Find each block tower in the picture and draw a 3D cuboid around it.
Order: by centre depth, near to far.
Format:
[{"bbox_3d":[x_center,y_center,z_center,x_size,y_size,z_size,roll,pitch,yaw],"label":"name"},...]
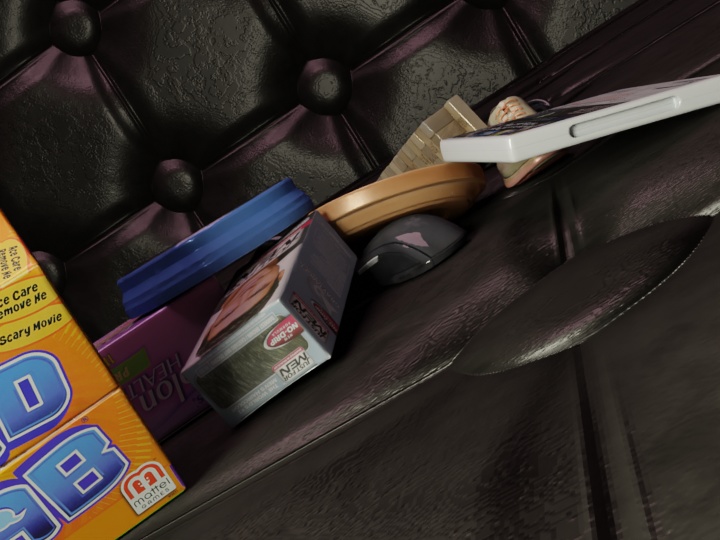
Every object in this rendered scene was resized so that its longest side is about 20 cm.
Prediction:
[{"bbox_3d":[0.057,-0.096,1.124,0.058,0.054,0.200,-39,-7,-40],"label":"block tower"}]

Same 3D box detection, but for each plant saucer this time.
[{"bbox_3d":[0.027,-0.049,1.020,0.199,0.033,0.200,-20,-9,-3],"label":"plant saucer"}]

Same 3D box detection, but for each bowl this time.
[{"bbox_3d":[-0.136,-0.024,0.989,0.200,0.040,0.201,-31,7,4],"label":"bowl"}]

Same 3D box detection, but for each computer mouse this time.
[{"bbox_3d":[0.000,0.000,0.963,0.140,0.046,0.200,-35,7,-27],"label":"computer mouse"}]

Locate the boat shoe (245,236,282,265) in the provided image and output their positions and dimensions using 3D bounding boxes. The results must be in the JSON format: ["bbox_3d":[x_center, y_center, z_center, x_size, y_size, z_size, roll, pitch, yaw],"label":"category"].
[{"bbox_3d":[-0.092,0.001,1.095,0.069,0.072,0.201,4,-3,2],"label":"boat shoe"}]

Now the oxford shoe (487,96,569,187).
[{"bbox_3d":[0.154,-0.131,1.054,0.070,0.074,0.200,-32,7,2],"label":"oxford shoe"}]

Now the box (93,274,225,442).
[{"bbox_3d":[-0.189,0.088,1.005,0.175,0.097,0.200,-34,8,-7],"label":"box"}]

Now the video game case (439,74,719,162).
[{"bbox_3d":[0.174,-0.120,0.866,0.180,0.024,0.200,-16,9,-8],"label":"video game case"}]

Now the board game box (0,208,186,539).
[{"bbox_3d":[-0.270,0.083,0.684,0.199,0.201,0.200,-35,38,-14],"label":"board game box"}]

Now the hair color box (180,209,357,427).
[{"bbox_3d":[-0.066,0.031,0.855,0.099,0.061,0.200,-37,14,17],"label":"hair color box"}]

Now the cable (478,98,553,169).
[{"bbox_3d":[0.161,-0.170,1.385,0.163,0.051,0.200,-35,7,-18],"label":"cable"}]
